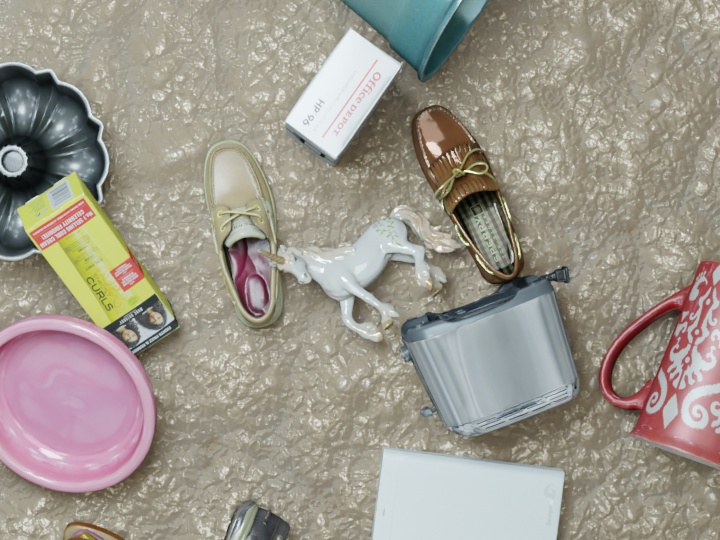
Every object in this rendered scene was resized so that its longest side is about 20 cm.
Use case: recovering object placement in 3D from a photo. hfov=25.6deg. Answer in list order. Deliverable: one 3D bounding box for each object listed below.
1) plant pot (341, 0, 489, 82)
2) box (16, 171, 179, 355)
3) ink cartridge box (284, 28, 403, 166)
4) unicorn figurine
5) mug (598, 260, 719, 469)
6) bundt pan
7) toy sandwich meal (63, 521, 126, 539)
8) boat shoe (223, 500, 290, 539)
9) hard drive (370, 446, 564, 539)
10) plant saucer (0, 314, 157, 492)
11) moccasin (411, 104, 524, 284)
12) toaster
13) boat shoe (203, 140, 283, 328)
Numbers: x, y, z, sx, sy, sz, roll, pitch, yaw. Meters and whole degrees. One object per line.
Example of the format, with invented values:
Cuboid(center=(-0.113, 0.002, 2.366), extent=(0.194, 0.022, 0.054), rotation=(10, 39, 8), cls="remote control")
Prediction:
Cuboid(center=(0.040, -0.331, 1.618), extent=(0.195, 0.200, 0.201), rotation=(35, 89, 4), cls="plant pot")
Cuboid(center=(-0.265, -0.002, 1.620), extent=(0.075, 0.050, 0.201), rotation=(-32, 128, -3), cls="box")
Cuboid(center=(-0.019, -0.174, 1.605), extent=(0.068, 0.200, 0.117), rotation=(35, 89, -3), cls="ink cartridge box")
Cuboid(center=(0.000, 0.000, 1.666), extent=(0.199, 0.074, 0.138), rotation=(-34, 75, -31), cls="unicorn figurine")
Cuboid(center=(0.358, 0.094, 1.668), extent=(0.176, 0.133, 0.202), rotation=(21, 87, -5), cls="mug")
Cuboid(center=(-0.356, -0.111, 1.651), extent=(0.199, 0.076, 0.205), rotation=(0, 91, -3), cls="bundt pan")
Cuboid(center=(-0.297, 0.374, 1.667), extent=(0.202, 0.070, 0.208), rotation=(0, 91, -3), cls="toy sandwich meal")
Cuboid(center=(-0.127, 0.347, 1.674), extent=(0.072, 0.074, 0.202), rotation=(19, 91, -3), cls="boat shoe")
Cuboid(center=(0.113, 0.269, 1.709), extent=(0.197, 0.026, 0.134), rotation=(7, 91, -3), cls="hard drive")
Cuboid(center=(-0.303, 0.132, 1.642), extent=(0.198, 0.051, 0.203), rotation=(4, 116, 9), cls="plant saucer")
Cuboid(center=(0.112, -0.080, 1.673), extent=(0.073, 0.078, 0.204), rotation=(-20, 88, -2), cls="moccasin")
Cuboid(center=(0.146, 0.088, 1.666), extent=(0.198, 0.114, 0.131), rotation=(-20, 96, -5), cls="toaster")
Cuboid(center=(-0.119, -0.039, 1.669), extent=(0.073, 0.066, 0.203), rotation=(-15, 92, -3), cls="boat shoe")
